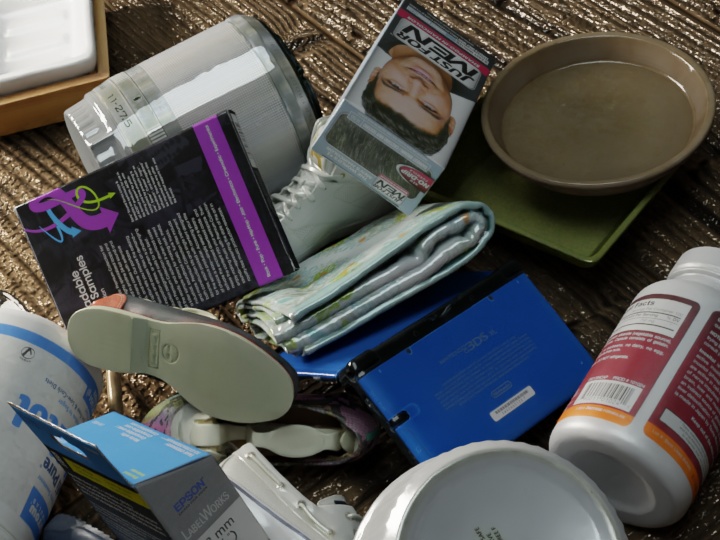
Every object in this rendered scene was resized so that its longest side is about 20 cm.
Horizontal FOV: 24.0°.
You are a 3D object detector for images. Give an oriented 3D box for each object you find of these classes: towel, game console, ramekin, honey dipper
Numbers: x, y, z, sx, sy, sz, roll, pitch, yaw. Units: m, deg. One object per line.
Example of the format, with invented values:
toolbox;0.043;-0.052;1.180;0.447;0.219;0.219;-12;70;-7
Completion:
towel;0.000;0.000;1.379;0.199;0.048;0.171;-30;11;-12
game console;0.054;0.080;1.338;0.200;0.118;0.171;-30;78;-37
ramekin;0.094;0.208;1.152;0.201;0.094;0.204;3;68;-6
honey dipper;-0.208;0.086;1.424;0.038;0.038;0.201;-13;49;3

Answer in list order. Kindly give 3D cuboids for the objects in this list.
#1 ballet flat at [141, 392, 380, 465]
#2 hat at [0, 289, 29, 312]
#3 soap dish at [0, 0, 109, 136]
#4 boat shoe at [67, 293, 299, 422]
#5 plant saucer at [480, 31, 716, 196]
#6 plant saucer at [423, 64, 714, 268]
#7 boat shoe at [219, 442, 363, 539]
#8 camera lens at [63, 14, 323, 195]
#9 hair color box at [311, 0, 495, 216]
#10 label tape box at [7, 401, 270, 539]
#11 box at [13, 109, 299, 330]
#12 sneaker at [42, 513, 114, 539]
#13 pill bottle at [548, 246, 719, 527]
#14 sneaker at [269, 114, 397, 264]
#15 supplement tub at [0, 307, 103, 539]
ballet flat;-0.085;0.127;1.328;0.199;0.071;0.070;-1;94;10
hat;-0.380;0.067;1.454;0.199;0.081;0.201;-7;49;8
soap dish;-0.325;-0.226;1.695;0.156;0.081;0.201;-14;48;2
boat shoe;-0.131;0.064;1.321;0.199;0.072;0.063;15;14;22
plant saucer;0.202;-0.132;1.448;0.199;0.030;0.201;-6;46;6
plant saucer;0.172;-0.087;1.465;0.199;0.048;0.200;25;56;30
boat shoe;-0.027;0.197;1.245;0.200;0.071;0.070;34;65;24
camera lens;-0.141;-0.120;1.503;0.199;0.160;0.160;-29;49;-11
hair color box;0.040;-0.141;1.418;0.099;0.061;0.200;34;37;-5
label tape box;-0.145;0.159;1.207;0.063;0.201;0.144;-44;31;-22
box;-0.168;-0.026;1.394;0.199;0.036;0.144;-23;89;6
sneaker;-0.185;0.254;1.248;0.200;0.070;0.082;30;61;35
pill bottle;0.232;0.082;1.264;0.112;0.113;0.200;20;57;28
sneaker;-0.050;-0.072;1.444;0.199;0.116;0.074;-27;51;-25
supplement tub;-0.294;0.142;1.332;0.131;0.132;0.201;4;52;18
